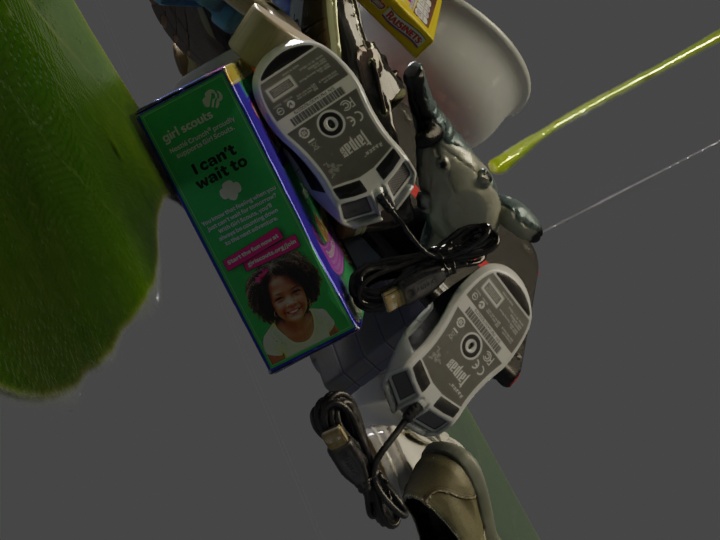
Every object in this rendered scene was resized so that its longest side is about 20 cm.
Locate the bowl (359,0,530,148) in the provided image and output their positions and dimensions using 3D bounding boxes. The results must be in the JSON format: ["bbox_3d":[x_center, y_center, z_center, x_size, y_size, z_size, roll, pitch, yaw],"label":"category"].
[{"bbox_3d":[0.034,-0.155,1.837,0.200,0.091,0.201,24,-24,11],"label":"bowl"}]

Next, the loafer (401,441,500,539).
[{"bbox_3d":[0.076,0.235,1.750,0.075,0.070,0.201,0,-62,45],"label":"loafer"}]

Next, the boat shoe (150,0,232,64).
[{"bbox_3d":[-0.142,-0.263,1.778,0.201,0.073,0.074,64,-22,4],"label":"boat shoe"}]

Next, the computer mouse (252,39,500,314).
[{"bbox_3d":[-0.001,-0.069,1.504,0.200,0.109,0.044,56,-13,6],"label":"computer mouse"}]

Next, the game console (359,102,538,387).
[{"bbox_3d":[0.062,-0.025,1.687,0.200,0.031,0.177,46,32,-20],"label":"game console"}]

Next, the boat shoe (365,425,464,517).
[{"bbox_3d":[0.054,0.159,1.821,0.200,0.069,0.071,47,20,-70],"label":"boat shoe"}]

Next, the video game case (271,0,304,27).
[{"bbox_3d":[-0.064,-0.245,1.768,0.182,0.045,0.201,101,-31,-57],"label":"video game case"}]

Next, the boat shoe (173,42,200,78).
[{"bbox_3d":[-0.087,-0.125,1.867,0.200,0.066,0.074,58,8,-42],"label":"boat shoe"}]

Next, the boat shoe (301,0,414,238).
[{"bbox_3d":[0.000,-0.123,1.577,0.072,0.066,0.202,135,-50,-70],"label":"boat shoe"}]

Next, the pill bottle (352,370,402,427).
[{"bbox_3d":[0.039,0.025,1.842,0.112,0.112,0.201,52,37,-66],"label":"pill bottle"}]

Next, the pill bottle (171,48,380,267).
[{"bbox_3d":[-0.055,-0.075,1.687,0.201,0.109,0.110,63,5,-1],"label":"pill bottle"}]

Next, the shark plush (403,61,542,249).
[{"bbox_3d":[0.051,-0.071,1.577,0.200,0.091,0.083,48,16,-49],"label":"shark plush"}]

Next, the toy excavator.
[{"bbox_3d":[-0.094,-0.211,1.613,0.200,0.100,0.194,36,14,9],"label":"toy excavator"}]

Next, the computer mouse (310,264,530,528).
[{"bbox_3d":[0.048,0.078,1.576,0.110,0.200,0.044,52,-24,-24],"label":"computer mouse"}]

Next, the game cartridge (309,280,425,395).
[{"bbox_3d":[0.000,0.000,1.762,0.038,0.130,0.200,35,22,-38],"label":"game cartridge"}]

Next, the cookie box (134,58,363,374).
[{"bbox_3d":[-0.072,-0.044,1.546,0.201,0.075,0.171,62,6,-6],"label":"cookie box"}]

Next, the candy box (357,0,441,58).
[{"bbox_3d":[0.023,-0.243,1.695,0.102,0.026,0.200,41,25,-15],"label":"candy box"}]
